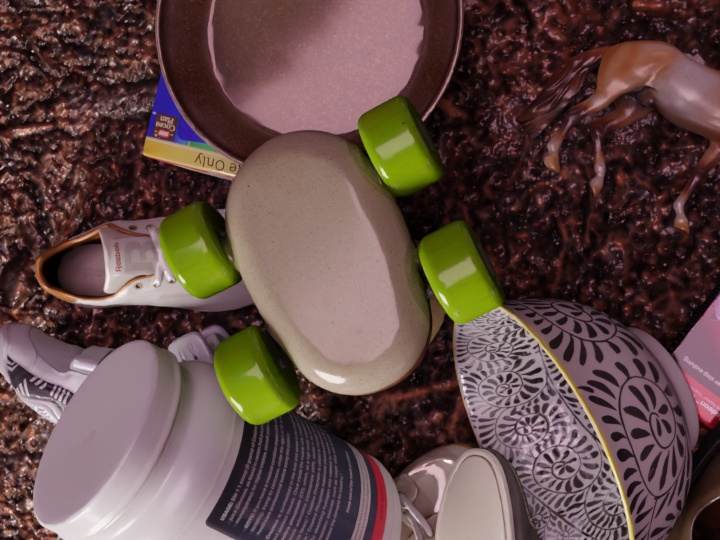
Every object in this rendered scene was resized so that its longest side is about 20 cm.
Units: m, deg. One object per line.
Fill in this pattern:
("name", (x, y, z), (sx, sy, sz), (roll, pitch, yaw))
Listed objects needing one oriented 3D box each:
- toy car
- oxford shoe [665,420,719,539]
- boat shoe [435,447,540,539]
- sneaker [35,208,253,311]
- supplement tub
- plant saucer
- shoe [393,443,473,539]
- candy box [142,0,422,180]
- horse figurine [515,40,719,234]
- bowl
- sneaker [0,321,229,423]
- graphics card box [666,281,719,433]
("toy car", (0.000, 0.000, 0.745), (0.164, 0.200, 0.158), (-27, 80, 11))
("oxford shoe", (0.210, 0.184, 0.735), (0.073, 0.084, 0.200), (19, 120, 6))
("boat shoe", (0.094, 0.211, 0.785), (0.067, 0.057, 0.200), (4, 100, 45))
("sneaker", (-0.133, -0.004, 0.833), (0.200, 0.085, 0.073), (-10, 85, 10))
("supplement tub", (-0.086, 0.144, 0.742), (0.200, 0.140, 0.140), (35, 98, -29))
("plant saucer", (-0.032, -0.157, 0.760), (0.200, 0.037, 0.201), (0, 88, 11))
("shoe", (0.016, 0.202, 0.812), (0.070, 0.053, 0.200), (41, 97, 10))
("candy box", (-0.044, -0.154, 0.819), (0.169, 0.077, 0.200), (14, 93, 11))
("horse figurine", (0.204, -0.100, 0.776), (0.200, 0.050, 0.133), (23, 81, 17))
("bowl", (0.147, 0.093, 0.739), (0.094, 0.201, 0.201), (-22, 84, -17))
("sneaker", (-0.159, 0.073, 0.843), (0.200, 0.075, 0.115), (36, 96, 5))
("graphics card box", (0.293, 0.032, 0.758), (0.125, 0.051, 0.200), (38, 96, 10))
